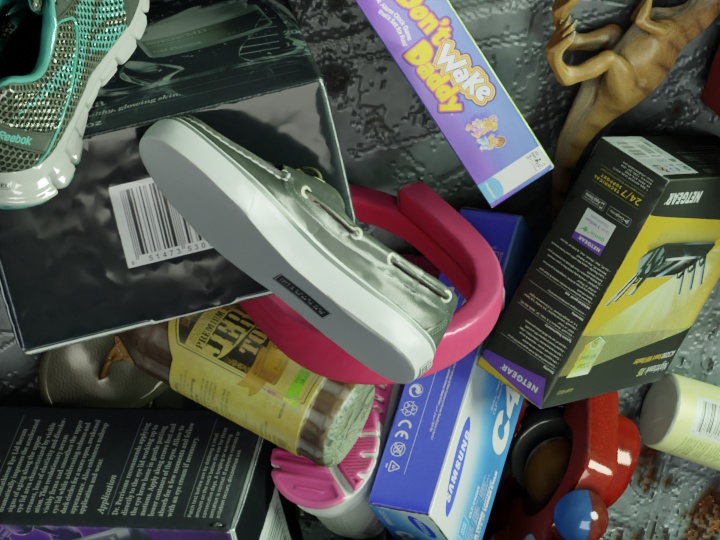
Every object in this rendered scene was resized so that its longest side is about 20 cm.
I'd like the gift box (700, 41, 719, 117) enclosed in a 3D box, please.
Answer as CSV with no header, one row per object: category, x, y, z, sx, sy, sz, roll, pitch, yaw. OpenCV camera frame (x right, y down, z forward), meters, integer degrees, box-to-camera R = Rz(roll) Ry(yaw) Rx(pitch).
gift box,0.339,-0.118,1.541,0.186,0.200,0.185,8,116,-23

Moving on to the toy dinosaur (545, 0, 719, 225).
toy dinosaur,0.153,-0.117,1.586,0.106,0.060,0.200,36,103,-23

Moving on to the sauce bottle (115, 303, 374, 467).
sauce bottle,-0.090,0.046,1.521,0.199,0.065,0.065,26,109,14

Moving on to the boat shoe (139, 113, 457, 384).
boat shoe,-0.031,-0.021,1.379,0.200,0.069,0.057,42,66,-16

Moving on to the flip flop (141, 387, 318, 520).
flip flop,-0.093,0.110,1.639,0.199,0.058,0.081,8,80,2

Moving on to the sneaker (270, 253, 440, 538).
sneaker,0.005,0.079,1.596,0.081,0.200,0.088,10,146,23

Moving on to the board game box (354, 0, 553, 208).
board game box,0.032,-0.147,1.509,0.045,0.135,0.200,-33,115,5

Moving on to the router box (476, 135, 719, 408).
router box,0.165,-0.003,1.571,0.052,0.200,0.158,35,108,21

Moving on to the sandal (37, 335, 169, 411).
sandal,-0.110,0.029,1.589,0.199,0.055,0.082,-25,91,0

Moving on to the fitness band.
fitness band,0.000,0.000,1.515,0.143,0.200,0.038,-15,125,-24

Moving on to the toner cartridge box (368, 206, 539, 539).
toner cartridge box,0.065,0.072,1.575,0.043,0.201,0.095,8,157,24

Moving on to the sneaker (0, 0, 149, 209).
sneaker,-0.164,-0.132,1.359,0.077,0.201,0.091,5,144,11

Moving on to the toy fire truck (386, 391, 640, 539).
toy fire truck,0.108,0.159,1.635,0.112,0.168,0.200,25,107,-19

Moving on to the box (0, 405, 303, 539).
box,-0.145,0.169,1.576,0.199,0.105,0.148,-1,131,15

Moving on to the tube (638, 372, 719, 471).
tube,0.281,0.119,1.720,0.199,0.052,0.058,17,150,-20

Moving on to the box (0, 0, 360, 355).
box,-0.117,-0.066,1.482,0.199,0.197,0.124,-14,113,-4
